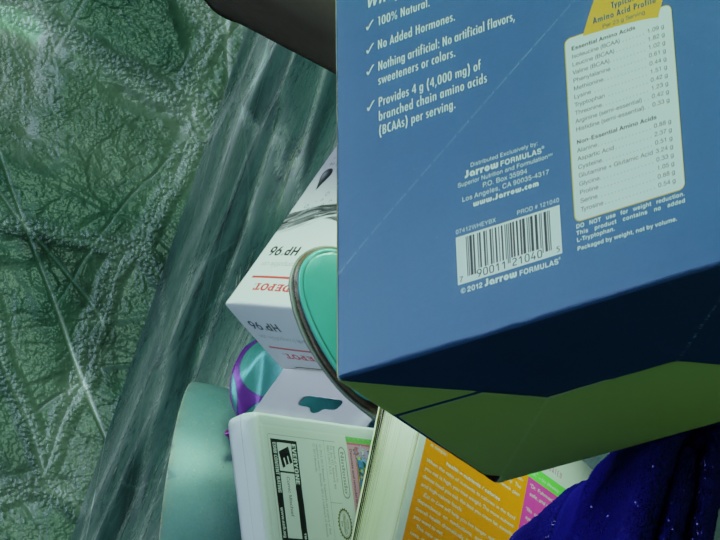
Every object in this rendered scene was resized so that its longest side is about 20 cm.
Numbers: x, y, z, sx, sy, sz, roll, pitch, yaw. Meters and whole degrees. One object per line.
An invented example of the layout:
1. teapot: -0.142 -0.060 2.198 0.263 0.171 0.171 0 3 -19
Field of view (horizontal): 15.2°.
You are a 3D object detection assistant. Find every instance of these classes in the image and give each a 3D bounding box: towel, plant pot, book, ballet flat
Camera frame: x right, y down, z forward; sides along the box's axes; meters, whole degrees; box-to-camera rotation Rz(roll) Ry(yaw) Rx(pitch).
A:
1. towel: 0.103 0.149 1.264 0.200 0.049 0.148 129 158 -59
2. plant pot: -0.060 0.183 1.848 0.200 0.134 0.201 6 -90 -87
3. book: 0.057 0.163 1.383 0.048 0.133 0.201 -31 35 44
4. ballet flat: 0.029 0.072 1.563 0.067 0.200 0.064 -42 -7 -17

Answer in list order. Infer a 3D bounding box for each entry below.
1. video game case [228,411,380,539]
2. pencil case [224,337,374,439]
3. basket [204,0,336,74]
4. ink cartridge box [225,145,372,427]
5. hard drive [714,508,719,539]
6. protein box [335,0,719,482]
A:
1. video game case: 0.003 0.179 1.389 0.022 0.182 0.201 -16 74 32
2. pencil case: 0.005 0.077 1.717 0.200 0.085 0.093 -5 44 49
3. basket: 0.014 -0.189 1.692 0.180 0.136 0.200 -43 43 -3
4. ink cartridge box: 0.000 0.000 1.662 0.116 0.068 0.200 3 52 49
5. hard drive: 0.160 0.096 1.286 0.132 0.025 0.201 144 145 -71
6. protein box: 0.104 -0.042 1.193 0.198 0.135 0.201 -18 57 29
